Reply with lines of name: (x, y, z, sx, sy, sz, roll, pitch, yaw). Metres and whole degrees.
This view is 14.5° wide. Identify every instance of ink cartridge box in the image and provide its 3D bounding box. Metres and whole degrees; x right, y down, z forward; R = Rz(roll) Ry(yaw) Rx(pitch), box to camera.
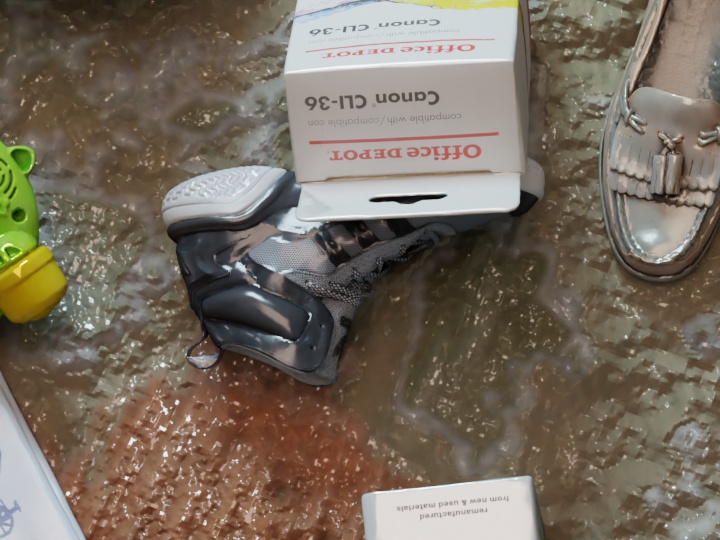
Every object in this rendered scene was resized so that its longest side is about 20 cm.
ink cartridge box: (0.056, 0.213, 1.349, 0.084, 0.146, 0.200, -6, 74, 4)
ink cartridge box: (0.026, -0.100, 1.423, 0.116, 0.068, 0.200, -4, 31, 6)

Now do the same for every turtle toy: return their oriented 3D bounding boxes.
turtle toy: (-0.253, -0.007, 1.473, 0.200, 0.101, 0.146, -33, 96, -1)

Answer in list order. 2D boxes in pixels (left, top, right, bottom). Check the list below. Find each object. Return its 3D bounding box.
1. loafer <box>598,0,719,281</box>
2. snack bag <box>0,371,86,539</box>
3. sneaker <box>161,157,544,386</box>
loafer: (0.165, -0.097, 1.465, 0.072, 0.063, 0.200, 10, 76, 9)
snack bag: (-0.244, 0.159, 1.468, 0.200, 0.021, 0.189, -30, 72, -2)
sneaker: (0.000, 0.000, 1.458, 0.200, 0.075, 0.114, -7, 79, 7)
